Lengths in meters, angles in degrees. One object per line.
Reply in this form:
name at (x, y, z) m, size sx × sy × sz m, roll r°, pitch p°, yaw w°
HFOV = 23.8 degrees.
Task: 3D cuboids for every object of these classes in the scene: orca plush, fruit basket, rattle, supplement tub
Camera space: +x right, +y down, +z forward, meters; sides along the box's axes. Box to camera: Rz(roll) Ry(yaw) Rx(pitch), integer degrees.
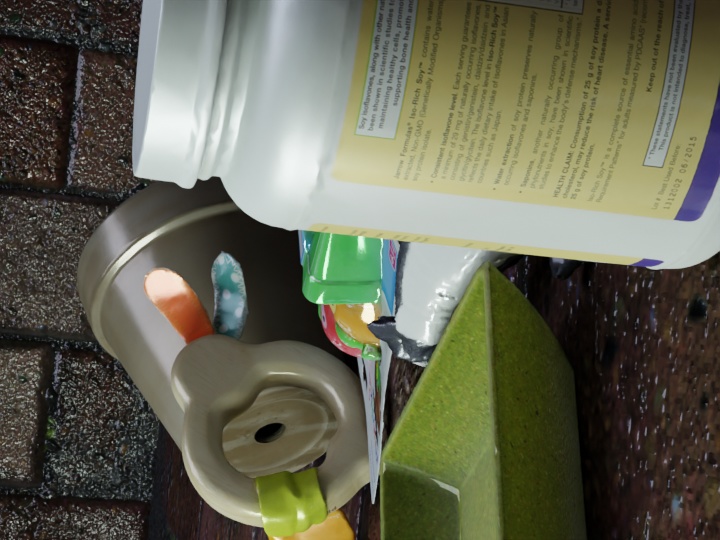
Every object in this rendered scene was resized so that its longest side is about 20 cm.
orca plush at (0.072, -0.034, 0.758) m, size 0.105 × 0.071 × 0.201 m, roll 32°, pitch 133°, yaw 27°
fruit basket at (0.000, 0.000, 0.978) m, size 0.186 × 0.093 × 0.201 m, roll -95°, pitch 12°, yaw -46°
rattle at (-0.066, 0.099, 1.127) m, size 0.200 × 0.130 × 0.143 m, roll 43°, pitch 176°, yaw 29°
supplement tub at (0.029, -0.081, 0.568) m, size 0.145 × 0.198 × 0.147 m, roll -174°, pitch 90°, yaw -79°

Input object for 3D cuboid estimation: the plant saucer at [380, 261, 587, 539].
plant saucer at (0.053, 0.131, 0.735) m, size 0.200 × 0.047 × 0.201 m, roll 112°, pitch 161°, yaw -57°

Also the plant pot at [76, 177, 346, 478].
plant pot at (-0.088, 0.052, 1.236) m, size 0.201 × 0.199 × 0.174 m, roll 108°, pitch 147°, yaw -47°
